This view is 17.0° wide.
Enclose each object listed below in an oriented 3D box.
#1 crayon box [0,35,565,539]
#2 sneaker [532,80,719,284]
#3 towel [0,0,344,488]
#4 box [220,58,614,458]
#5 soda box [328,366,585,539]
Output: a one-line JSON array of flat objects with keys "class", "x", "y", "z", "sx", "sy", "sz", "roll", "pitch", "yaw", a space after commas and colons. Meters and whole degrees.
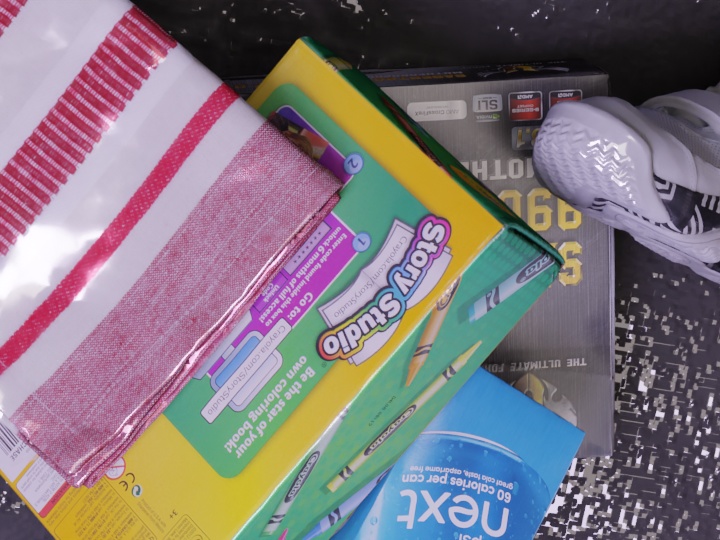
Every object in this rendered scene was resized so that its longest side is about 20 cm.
[{"class": "crayon box", "x": -0.037, "y": 0.030, "z": 0.882, "sx": 0.200, "sy": 0.058, "sz": 0.119, "roll": -49, "pitch": 60, "yaw": 6}, {"class": "sneaker", "x": 0.143, "y": -0.058, "z": 0.927, "sx": 0.200, "sy": 0.075, "sz": 0.115, "roll": 24, "pitch": 90, "yaw": -51}, {"class": "towel", "x": -0.125, "y": -0.038, "z": 0.851, "sx": 0.200, "sy": 0.023, "sz": 0.144, "roll": 40, "pitch": 95, "yaw": 3}, {"class": "box", "x": 0.000, "y": 0.000, "z": 0.967, "sx": 0.199, "sy": 0.048, "sz": 0.159, "roll": -3, "pitch": 102, "yaw": -6}, {"class": "soda box", "x": 0.004, "y": 0.133, "z": 0.903, "sx": 0.064, "sy": 0.068, "sz": 0.200, "roll": 31, "pitch": 75, "yaw": -12}]
